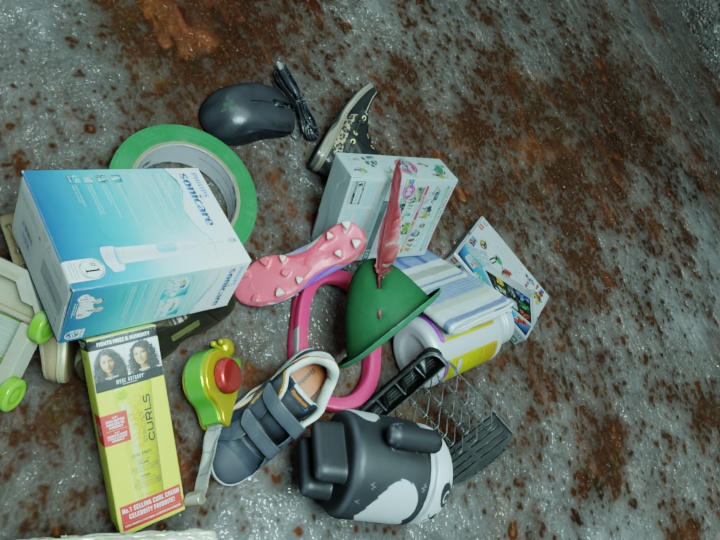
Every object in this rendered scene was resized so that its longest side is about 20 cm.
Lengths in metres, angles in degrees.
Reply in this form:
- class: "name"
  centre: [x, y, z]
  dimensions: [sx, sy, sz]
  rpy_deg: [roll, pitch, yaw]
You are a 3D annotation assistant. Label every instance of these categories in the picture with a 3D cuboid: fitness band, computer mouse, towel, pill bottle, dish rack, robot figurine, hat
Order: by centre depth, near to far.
- class: "robot figurine"
  centre: [0.021, 0.244, 0.700]
  dimensions: [0.195, 0.149, 0.129]
  rpy_deg: [17, 79, -25]
- class: "hat"
  centre: [0.000, 0.000, 0.761]
  dimensions: [0.198, 0.165, 0.178]
  rpy_deg: [-34, 88, -40]
- class: "dish rack"
  centre: [0.111, 0.216, 0.795]
  dimensions: [0.200, 0.153, 0.055]
  rpy_deg: [46, 18, -8]
- class: "fitness band"
  centre: [-0.035, 0.099, 0.820]
  dimensions: [0.140, 0.037, 0.206]
  rpy_deg: [16, 62, -29]
- class: "towel"
  centre: [0.121, 0.028, 0.883]
  dimensions: [0.144, 0.024, 0.199]
  rpy_deg: [-15, 36, -36]
- class: "computer mouse"
  centre: [-0.156, -0.257, 0.886]
  dimensions: [0.197, 0.052, 0.141]
  rpy_deg: [-24, 84, -37]
- class: "pill bottle"
  centre: [0.152, 0.104, 0.892]
  dimensions: [0.196, 0.104, 0.107]
  rpy_deg: [-14, 76, -36]

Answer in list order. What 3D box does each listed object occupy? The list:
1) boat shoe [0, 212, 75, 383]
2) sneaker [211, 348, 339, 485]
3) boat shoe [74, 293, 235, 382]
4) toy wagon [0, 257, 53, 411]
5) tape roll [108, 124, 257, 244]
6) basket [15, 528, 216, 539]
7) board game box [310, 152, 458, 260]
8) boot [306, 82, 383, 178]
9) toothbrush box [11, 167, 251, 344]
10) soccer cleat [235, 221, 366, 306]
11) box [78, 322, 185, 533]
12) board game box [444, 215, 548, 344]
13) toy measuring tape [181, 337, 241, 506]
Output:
- class: "boat shoe"
  centre: [-0.357, 0.029, 0.627]
  dimensions: [0.063, 0.071, 0.205]
  rpy_deg: [-9, 68, -26]
- class: "sneaker"
  centre: [-0.104, 0.173, 0.692]
  dimensions: [0.079, 0.079, 0.201]
  rpy_deg: [47, 67, -14]
- class: "boat shoe"
  centre: [-0.250, 0.060, 0.687]
  dimensions: [0.197, 0.073, 0.076]
  rpy_deg: [-28, 53, -32]
- class: "toy wagon"
  centre: [-0.399, 0.082, 0.561]
  dimensions: [0.151, 0.040, 0.205]
  rpy_deg: [22, 81, 3]
- class: "tape roll"
  centre: [-0.238, -0.095, 0.765]
  dimensions: [0.196, 0.048, 0.206]
  rpy_deg: [13, 63, -27]
- class: "basket"
  centre: [-0.236, 0.318, 0.533]
  dimensions: [0.195, 0.135, 0.127]
  rpy_deg: [11, 59, -28]
- class: "board game box"
  centre: [0.036, -0.095, 0.875]
  dimensions: [0.195, 0.150, 0.065]
  rpy_deg: [-4, 42, -33]
- class: "boot"
  centre: [0.013, -0.204, 0.958]
  dimensions: [0.149, 0.073, 0.203]
  rpy_deg: [37, 58, -12]
- class: "toothbrush box"
  centre: [-0.239, -0.027, 0.609]
  dimensions: [0.197, 0.086, 0.148]
  rpy_deg: [-14, 61, -47]
- class: "soccer cleat"
  centre: [-0.079, -0.003, 0.792]
  dimensions: [0.196, 0.077, 0.068]
  rpy_deg: [-29, 75, -2]
- class: "box"
  centre: [-0.242, 0.163, 0.605]
  dimensions: [0.074, 0.050, 0.207]
  rpy_deg: [-10, 97, -35]
- class: "board game box"
  centre: [0.251, 0.015, 1.037]
  dimensions: [0.201, 0.034, 0.126]
  rpy_deg: [49, 52, -5]
- class: "toy measuring tape"
  centre: [-0.183, 0.159, 0.660]
  dimensions: [0.072, 0.074, 0.204]
  rpy_deg: [25, 44, -20]
